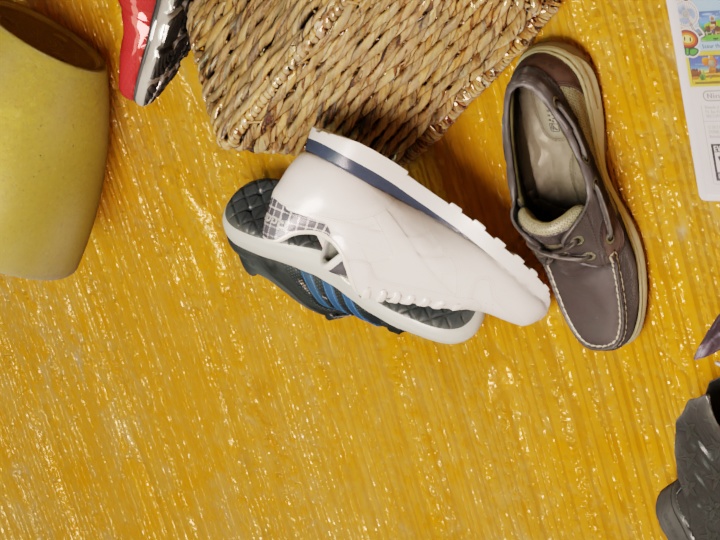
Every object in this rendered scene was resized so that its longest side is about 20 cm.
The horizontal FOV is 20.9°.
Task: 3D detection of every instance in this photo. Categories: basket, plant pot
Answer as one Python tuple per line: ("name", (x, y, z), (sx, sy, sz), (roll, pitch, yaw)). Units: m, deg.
("basket", (0.001, -0.173, 1.218), (0.200, 0.148, 0.143), (-47, 49, 42))
("plant pot", (-0.256, -0.108, 1.385), (0.200, 0.200, 0.142), (36, 105, 17))

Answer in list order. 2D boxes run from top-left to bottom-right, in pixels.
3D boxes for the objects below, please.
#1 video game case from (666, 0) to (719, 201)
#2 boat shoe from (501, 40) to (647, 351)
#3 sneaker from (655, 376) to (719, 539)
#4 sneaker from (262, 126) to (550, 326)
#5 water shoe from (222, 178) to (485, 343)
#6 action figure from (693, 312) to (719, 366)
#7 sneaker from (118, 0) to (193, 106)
("video game case", (0.264, -0.125, 1.068), (0.199, 0.023, 0.183), (2, 114, 38))
("boat shoe", (0.122, -0.036, 1.194), (0.073, 0.065, 0.201), (-5, 111, 37))
("sneaker", (0.254, 0.168, 1.205), (0.200, 0.060, 0.104), (51, 138, 8))
("sneaker", (0.030, -0.010, 1.220), (0.199, 0.081, 0.076), (31, 175, -21))
("water shoe", (0.000, 0.000, 1.321), (0.199, 0.072, 0.079), (28, 155, 22))
("action figure", (0.298, 0.064, 1.113), (0.199, 0.069, 0.131), (31, 124, 17))
("sneaker", (-0.145, -0.208, 1.266), (0.084, 0.077, 0.201), (11, 110, 12))
